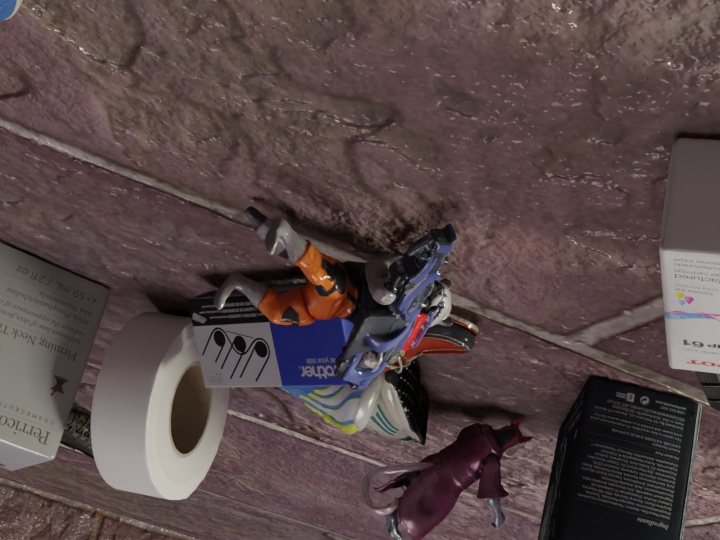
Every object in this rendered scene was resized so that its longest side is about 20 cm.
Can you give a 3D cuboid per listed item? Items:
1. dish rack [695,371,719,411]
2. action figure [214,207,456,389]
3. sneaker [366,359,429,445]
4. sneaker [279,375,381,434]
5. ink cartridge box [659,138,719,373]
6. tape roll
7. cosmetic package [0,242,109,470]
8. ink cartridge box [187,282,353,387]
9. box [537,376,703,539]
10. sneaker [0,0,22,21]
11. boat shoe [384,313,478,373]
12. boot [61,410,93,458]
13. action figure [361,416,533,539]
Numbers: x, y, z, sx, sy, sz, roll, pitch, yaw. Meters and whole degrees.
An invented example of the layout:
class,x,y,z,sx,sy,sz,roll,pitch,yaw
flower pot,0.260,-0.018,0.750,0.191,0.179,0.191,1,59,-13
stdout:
class,x,y,z,sx,sy,sz,roll,pitch,yaw
dish rack,0.371,0.078,0.921,0.198,0.055,0.153,0,155,27
action figure,0.000,0.000,0.941,0.192,0.105,0.200,17,132,-24
sneaker,0.023,0.148,1.268,0.092,0.071,0.200,3,158,12
sneaker,-0.048,0.120,1.198,0.104,0.076,0.200,21,172,-13
ink cartridge box,0.281,0.002,0.756,0.143,0.085,0.200,6,157,20
tape roll,-0.218,0.151,1.255,0.070,0.204,0.203,6,156,17
cosmetic package,-0.405,0.096,1.246,0.166,0.202,0.166,25,155,-26
ink cartridge box,-0.079,0.063,1.100,0.198,0.095,0.044,-6,-171,38
box,0.263,0.244,1.180,0.123,0.198,0.200,12,157,5
sneaker,-0.256,-0.178,0.637,0.076,0.112,0.200,12,158,5
boat shoe,0.020,0.072,1.107,0.198,0.063,0.071,1,152,27
boot,-0.462,0.247,1.801,0.198,0.070,0.174,8,157,20
action figure,0.108,0.224,1.313,0.199,0.134,0.149,-38,126,8
